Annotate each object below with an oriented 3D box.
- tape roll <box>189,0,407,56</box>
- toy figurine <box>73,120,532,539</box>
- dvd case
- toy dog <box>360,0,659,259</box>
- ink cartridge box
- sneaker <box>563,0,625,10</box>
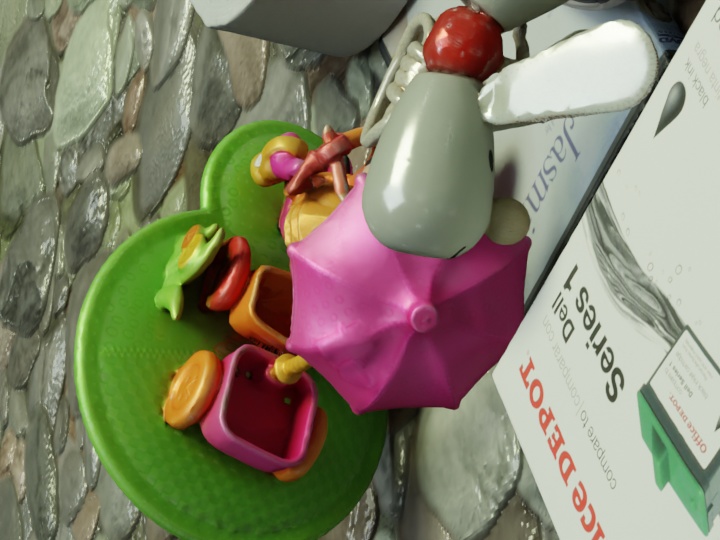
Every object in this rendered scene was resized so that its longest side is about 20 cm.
[{"bbox_3d":[-0.017,-0.199,1.141,0.200,0.066,0.200,-168,90,-68],"label":"tape roll"},{"bbox_3d":[0.000,0.000,1.014,0.184,0.150,0.200,-28,39,53],"label":"toy figurine"},{"bbox_3d":[0.064,-0.086,1.018,0.143,0.018,0.200,-63,32,33],"label":"dvd case"},{"bbox_3d":[0.078,-0.094,0.849,0.132,0.096,0.200,-84,17,-70],"label":"toy dog"},{"bbox_3d":[0.132,0.017,0.776,0.200,0.084,0.146,-63,32,34],"label":"ink cartridge box"},{"bbox_3d":[0.047,-0.182,0.952,0.078,0.112,0.200,-41,42,16],"label":"sneaker"}]
